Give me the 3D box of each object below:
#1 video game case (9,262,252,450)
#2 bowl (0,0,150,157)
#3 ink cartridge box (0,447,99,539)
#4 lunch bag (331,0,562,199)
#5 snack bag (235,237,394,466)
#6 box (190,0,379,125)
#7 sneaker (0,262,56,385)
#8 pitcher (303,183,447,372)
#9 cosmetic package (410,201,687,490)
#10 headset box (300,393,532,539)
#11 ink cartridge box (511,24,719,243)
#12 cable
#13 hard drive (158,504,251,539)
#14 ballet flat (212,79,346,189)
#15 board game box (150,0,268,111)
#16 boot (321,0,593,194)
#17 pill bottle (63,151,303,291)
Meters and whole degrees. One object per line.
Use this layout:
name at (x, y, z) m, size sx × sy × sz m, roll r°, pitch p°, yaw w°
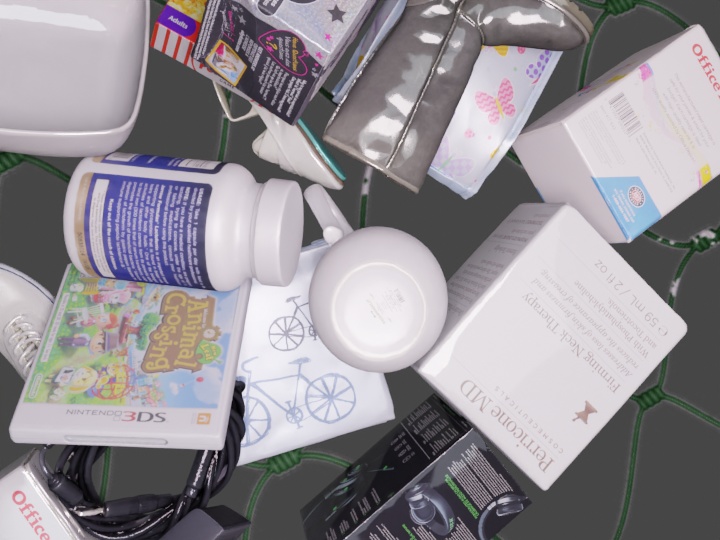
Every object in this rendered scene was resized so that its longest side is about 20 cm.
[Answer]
video game case at (-0.197, 0.070, 0.919) m, size 0.179 × 0.202 × 0.022 m, roll 2°, pitch 134°, yaw 2°
bowl at (-0.292, -0.187, 0.923) m, size 0.197 × 0.075 × 0.203 m, roll 5°, pitch 61°, yaw -11°
ink cartridge box at (-0.350, 0.287, 0.963) m, size 0.199 × 0.083 × 0.146 m, roll -34°, pitch 97°, yaw -6°
lunch bag at (0.083, -0.195, 0.980) m, size 0.168 × 0.127 × 0.202 m, roll 30°, pitch 79°, yaw -10°
snack bag at (-0.077, 0.079, 1.022) m, size 0.186 × 0.021 × 0.203 m, roll -15°, pitch 95°, yaw -7°
box at (-0.038, -0.251, 0.871) m, size 0.114 × 0.132 × 0.202 m, roll 32°, pitch 65°, yaw -6°
sneaker at (-0.299, 0.073, 0.965) m, size 0.073 × 0.071 × 0.200 m, roll -42°, pitch 98°, yaw -4°
pitcher at (0.000, 0.000, 0.916) m, size 0.121 × 0.200 × 0.172 m, roll -39°, pitch 96°, yaw 5°
cosmetic package at (0.163, 0.064, 0.982) m, size 0.167 × 0.166 × 0.200 m, roll 43°, pitch 88°, yaw -8°
headset box at (0.039, 0.228, 0.968) m, size 0.199 × 0.174 × 0.093 m, roll -40°, pitch 97°, yaw -4°
ink cartridge box at (0.274, -0.133, 0.999) m, size 0.199 × 0.125 × 0.130 m, roll -34°, pitch 98°, yaw -13°
cable at (-0.184, 0.171, 0.955) m, size 0.199 × 0.051 × 0.165 m, roll -33°, pitch 119°, yaw -11°
hard drive at (-0.195, 0.299, 0.965) m, size 0.200 × 0.135 × 0.042 m, roll -45°, pitch 78°, yaw -3°
ballet flat at (-0.090, -0.150, 0.991) m, size 0.069 × 0.069 × 0.201 m, roll -34°, pitch 90°, yaw -5°
board game box at (-0.083, -0.258, 0.957) m, size 0.150 × 0.046 × 0.202 m, roll 27°, pitch 67°, yaw -9°
boot at (0.084, -0.161, 0.886) m, size 0.180 × 0.073 × 0.202 m, roll 24°, pitch 84°, yaw 3°
pill bottle at (-0.156, -0.043, 0.932) m, size 0.197 × 0.116 × 0.118 m, roll 6°, pitch 92°, yaw 10°
